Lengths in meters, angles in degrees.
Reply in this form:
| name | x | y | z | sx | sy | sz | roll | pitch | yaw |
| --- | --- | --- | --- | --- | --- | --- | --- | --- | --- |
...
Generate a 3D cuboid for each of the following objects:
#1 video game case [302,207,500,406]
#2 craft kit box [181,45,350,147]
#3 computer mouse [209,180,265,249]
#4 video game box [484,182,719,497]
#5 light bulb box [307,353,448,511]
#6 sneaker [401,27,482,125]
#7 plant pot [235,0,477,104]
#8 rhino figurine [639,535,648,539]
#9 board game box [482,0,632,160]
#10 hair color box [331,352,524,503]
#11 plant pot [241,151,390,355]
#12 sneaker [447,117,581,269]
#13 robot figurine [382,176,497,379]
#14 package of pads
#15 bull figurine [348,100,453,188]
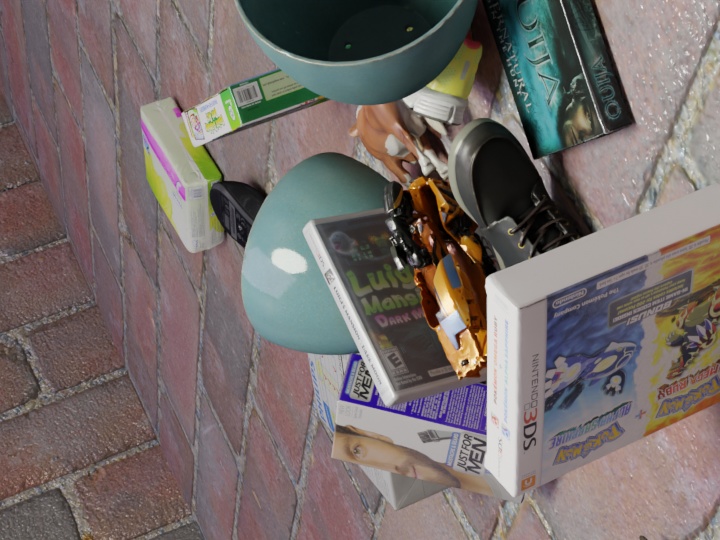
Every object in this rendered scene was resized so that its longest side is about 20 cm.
| name | x | y | z | sx | sy | sz | roll | pitch | yaw |
| --- | --- | --- | --- | --- | --- | --- | --- | --- | --- |
| video game case | 0.064 | 0.021 | 1.420 | 0.023 | 0.199 | 0.183 | -47 | 62 | 46 |
| craft kit box | -0.063 | -0.183 | 1.561 | 0.197 | 0.199 | 0.049 | 3 | 113 | 70 |
| computer mouse | -0.133 | -0.052 | 2.131 | 0.200 | 0.052 | 0.139 | 48 | 154 | 27 |
| video game box | 0.181 | 0.051 | 1.107 | 0.047 | 0.199 | 0.183 | 50 | 153 | 42 |
| light bulb box | 0.034 | 0.113 | 1.697 | 0.200 | 0.124 | 0.200 | 45 | 150 | 53 |
| sneaker | 0.061 | -0.216 | 1.401 | 0.091 | 0.078 | 0.201 | -64 | 35 | 28 |
| plant pot | 0.008 | -0.214 | 1.269 | 0.201 | 0.199 | 0.135 | 59 | 176 | 29 |
| rhino figurine | 0.276 | 0.319 | 1.321 | 0.088 | 0.059 | 0.201 | 90 | 159 | -69 |
| board game box | 0.143 | -0.195 | 1.235 | 0.202 | 0.028 | 0.135 | 71 | 162 | -1 |
| hair color box | 0.075 | 0.155 | 1.523 | 0.110 | 0.198 | 0.065 | 97 | -171 | -52 |
| plant pot | 0.000 | 0.000 | 1.520 | 0.134 | 0.200 | 0.202 | 22 | 134 | 35 |
| sneaker | 0.149 | -0.037 | 1.286 | 0.106 | 0.075 | 0.201 | 35 | 163 | 50 |
| robot figurine | 0.091 | 0.000 | 1.381 | 0.058 | 0.144 | 0.201 | -32 | 68 | 29 |
| package of pads | -0.275 | -0.144 | 2.401 | 0.201 | 0.068 | 0.155 | 57 | 157 | 37 |
| bull figurine | 0.038 | -0.133 | 1.501 | 0.122 | 0.065 | 0.200 | 49 | 176 | 7 |
